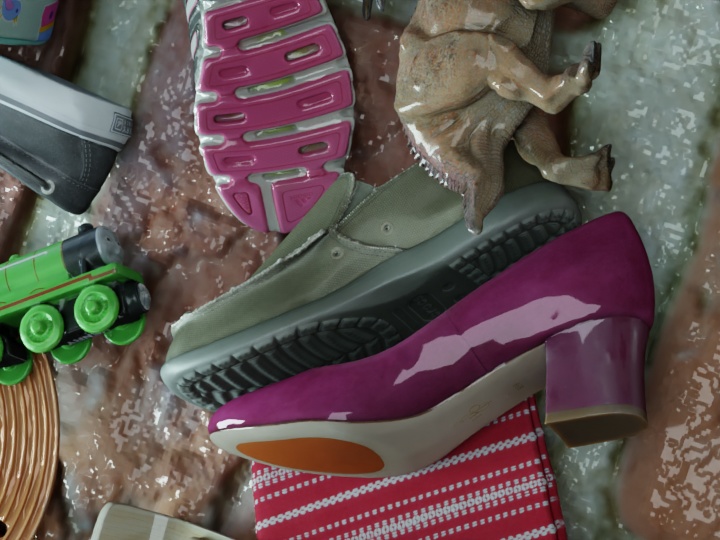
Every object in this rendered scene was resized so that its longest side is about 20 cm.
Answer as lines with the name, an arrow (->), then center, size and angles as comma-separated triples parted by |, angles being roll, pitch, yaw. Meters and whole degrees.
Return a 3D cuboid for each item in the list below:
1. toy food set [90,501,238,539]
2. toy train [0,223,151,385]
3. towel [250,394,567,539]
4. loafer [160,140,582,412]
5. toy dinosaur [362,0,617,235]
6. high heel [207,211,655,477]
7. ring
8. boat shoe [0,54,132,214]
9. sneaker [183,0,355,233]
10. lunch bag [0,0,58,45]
toy food set -> -0.075, 0.188, 0.926 | 0.200, 0.060, 0.144 | 11, 85, 53
toy train -> -0.190, 0.031, 1.009 | 0.199, 0.042, 0.057 | -20, 71, 15
towel -> 0.027, 0.146, 0.927 | 0.144, 0.022, 0.201 | -20, 59, 17
loafer -> 0.000, 0.000, 0.957 | 0.199, 0.075, 0.070 | -25, 58, 7
toy dinosaur -> 0.045, -0.102, 0.916 | 0.135, 0.086, 0.201 | 7, 73, 19
high heel -> 0.030, 0.033, 0.931 | 0.199, 0.067, 0.097 | -6, 63, 14
ring -> -0.234, 0.078, 1.050 | 0.199, 0.019, 0.202 | -1, 88, 17
boat shoe -> -0.205, -0.081, 1.024 | 0.199, 0.070, 0.067 | 22, 93, 10
sneaker -> -0.048, -0.119, 0.973 | 0.073, 0.087, 0.201 | -12, 107, 0
lunch bag -> -0.235, -0.167, 0.984 | 0.199, 0.160, 0.078 | 22, 95, 18
